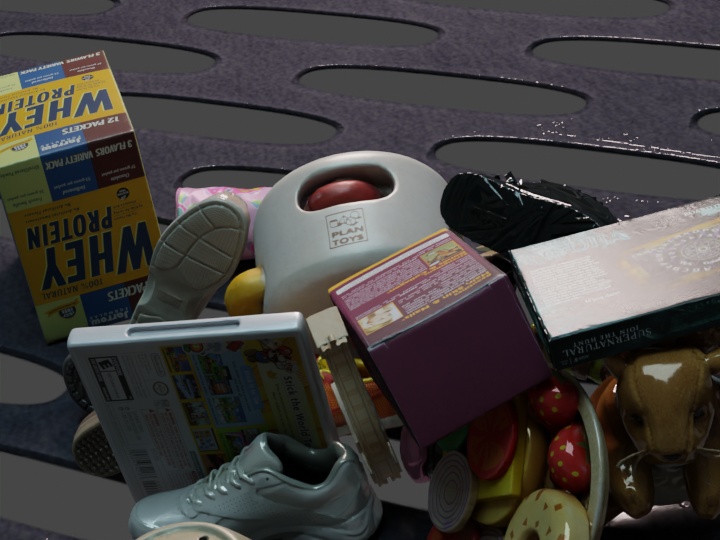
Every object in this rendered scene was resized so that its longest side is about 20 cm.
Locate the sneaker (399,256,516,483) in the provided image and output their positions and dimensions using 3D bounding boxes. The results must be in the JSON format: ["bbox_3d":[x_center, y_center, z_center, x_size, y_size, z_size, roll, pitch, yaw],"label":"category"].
[{"bbox_3d":[0.104,0.085,1.430,0.095,0.079,0.201,9,68,26],"label":"sneaker"}]

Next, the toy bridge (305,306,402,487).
[{"bbox_3d":[0.000,0.110,1.365,0.027,0.200,0.067,-22,50,-2],"label":"toy bridge"}]

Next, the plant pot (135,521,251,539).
[{"bbox_3d":[-0.114,0.253,1.224,0.199,0.135,0.201,-8,31,5],"label":"plant pot"}]

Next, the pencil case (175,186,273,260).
[{"bbox_3d":[-0.087,-0.046,1.751,0.199,0.088,0.088,-4,32,11],"label":"pencil case"}]

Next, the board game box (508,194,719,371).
[{"bbox_3d":[0.215,0.001,1.260,0.199,0.028,0.135,-15,29,-1],"label":"board game box"}]

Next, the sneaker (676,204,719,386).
[{"bbox_3d":[0.297,0.009,1.510,0.075,0.116,0.200,-14,31,-6],"label":"sneaker"}]

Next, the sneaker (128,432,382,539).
[{"bbox_3d":[-0.087,0.167,1.385,0.199,0.100,0.078,-9,34,2],"label":"sneaker"}]

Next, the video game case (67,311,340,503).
[{"bbox_3d":[-0.114,0.111,1.390,0.181,0.200,0.023,-4,45,10],"label":"video game case"}]

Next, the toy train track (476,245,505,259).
[{"bbox_3d":[0.148,-0.010,1.618,0.114,0.033,0.200,-9,3,26],"label":"toy train track"}]

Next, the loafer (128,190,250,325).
[{"bbox_3d":[-0.153,0.000,1.604,0.072,0.200,0.063,31,32,-1],"label":"loafer"}]

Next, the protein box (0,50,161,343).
[{"bbox_3d":[-0.279,-0.075,1.738,0.134,0.199,0.200,-16,32,-8],"label":"protein box"}]

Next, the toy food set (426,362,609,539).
[{"bbox_3d":[0.107,0.163,1.273,0.048,0.201,0.198,13,-17,-27],"label":"toy food set"}]

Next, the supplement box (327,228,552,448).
[{"bbox_3d":[0.054,0.045,1.311,0.110,0.086,0.200,-28,14,-3],"label":"supplement box"}]

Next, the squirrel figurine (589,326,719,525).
[{"bbox_3d":[0.218,0.083,1.296,0.141,0.187,0.201,1,64,12],"label":"squirrel figurine"}]

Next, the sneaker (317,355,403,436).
[{"bbox_3d":[-0.039,0.107,1.474,0.199,0.077,0.073,-21,17,4],"label":"sneaker"}]

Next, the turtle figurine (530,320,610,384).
[{"bbox_3d":[0.160,0.074,1.495,0.161,0.065,0.200,-4,39,41],"label":"turtle figurine"}]

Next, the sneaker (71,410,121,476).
[{"bbox_3d":[-0.156,0.103,1.492,0.199,0.071,0.076,-25,20,20],"label":"sneaker"}]

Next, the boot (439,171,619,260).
[{"bbox_3d":[0.174,-0.025,1.472,0.198,0.074,0.162,30,14,33],"label":"boot"}]

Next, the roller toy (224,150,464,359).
[{"bbox_3d":[0.000,0.000,1.532,0.199,0.182,0.140,18,47,-32],"label":"roller toy"}]

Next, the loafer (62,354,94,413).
[{"bbox_3d":[-0.163,0.092,1.572,0.199,0.073,0.071,1,22,10],"label":"loafer"}]
